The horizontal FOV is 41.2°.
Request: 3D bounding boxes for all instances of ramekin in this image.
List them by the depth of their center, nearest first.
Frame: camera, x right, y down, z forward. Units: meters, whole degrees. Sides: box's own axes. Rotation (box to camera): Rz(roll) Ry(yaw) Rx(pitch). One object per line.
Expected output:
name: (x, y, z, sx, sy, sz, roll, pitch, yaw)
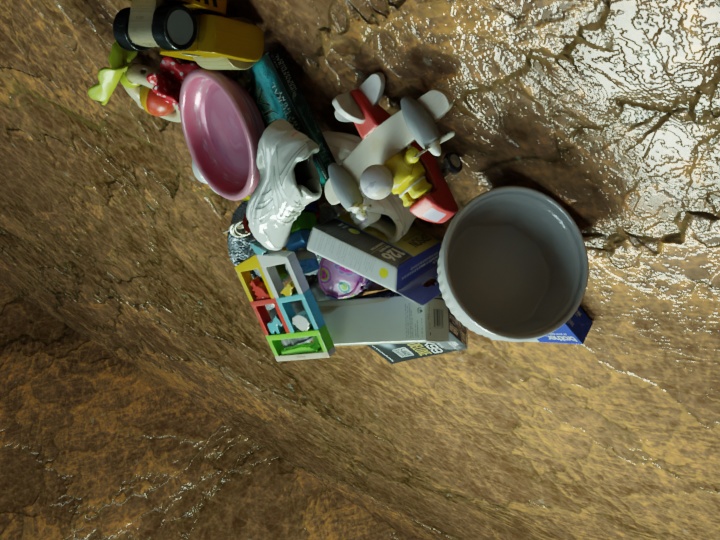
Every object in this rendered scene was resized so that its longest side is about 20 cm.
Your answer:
ramekin: (0.194, -0.002, 1.282, 0.199, 0.202, 0.105, 35, 166, -2)

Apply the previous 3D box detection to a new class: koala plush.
koala plush: (-0.122, -0.046, 1.647, 0.199, 0.177, 0.185, 1, 131, 57)

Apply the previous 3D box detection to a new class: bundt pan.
bundt pan: (-0.087, 0.052, 1.756, 0.076, 0.202, 0.201, 52, 152, -14)

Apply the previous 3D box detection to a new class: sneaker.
sneaker: (-0.103, -0.106, 1.366, 0.098, 0.078, 0.203, 28, 129, 26)
sneaker: (0.004, -0.124, 1.410, 0.199, 0.100, 0.075, 39, 145, -13)

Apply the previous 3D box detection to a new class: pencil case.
pencil case: (0.000, 0.000, 1.553, 0.086, 0.089, 0.200, 27, -168, 15)

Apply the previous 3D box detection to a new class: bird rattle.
bird rattle: (-0.332, -0.303, 1.574, 0.196, 0.115, 0.163, 12, 162, 16)

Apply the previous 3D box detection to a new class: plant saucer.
plant saucer: (-0.202, -0.209, 1.450, 0.199, 0.050, 0.204, 33, 136, 38)

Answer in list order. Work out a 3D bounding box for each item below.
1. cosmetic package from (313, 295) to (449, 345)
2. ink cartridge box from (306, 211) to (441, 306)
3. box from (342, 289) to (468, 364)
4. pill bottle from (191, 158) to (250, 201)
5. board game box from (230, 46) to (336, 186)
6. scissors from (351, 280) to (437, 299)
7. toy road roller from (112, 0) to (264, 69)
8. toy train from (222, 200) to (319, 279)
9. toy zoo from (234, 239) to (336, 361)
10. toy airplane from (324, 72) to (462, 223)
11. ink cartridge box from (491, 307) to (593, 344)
cosmetic package: (0.031, 0.079, 1.505, 0.196, 0.073, 0.105, -4, 175, 25)
ink cartridge box: (0.047, -0.029, 1.453, 0.197, 0.197, 0.048, 24, 111, 17)
box: (0.078, 0.094, 1.650, 0.155, 0.051, 0.200, -13, 151, 25)
pill bottle: (-0.187, -0.168, 1.577, 0.198, 0.105, 0.105, 14, 149, 40)
board game box: (-0.110, -0.211, 1.402, 0.134, 0.028, 0.203, -10, 109, 59)
scissors: (0.085, 0.031, 1.532, 0.197, 0.073, 0.014, -8, 102, 29)
toy road roller: (-0.226, -0.359, 1.293, 0.121, 0.149, 0.198, 11, -175, 41)
toy train: (-0.144, -0.035, 1.525, 0.198, 0.118, 0.084, -20, 165, 40)
toy zoo: (-0.123, 0.045, 1.484, 0.130, 0.020, 0.203, -9, 109, 45)
toy airplane: (0.032, -0.154, 1.266, 0.195, 0.142, 0.203, 12, 132, 20)
ink cartridge box: (0.258, 0.068, 1.507, 0.094, 0.045, 0.198, 45, 154, -27)
